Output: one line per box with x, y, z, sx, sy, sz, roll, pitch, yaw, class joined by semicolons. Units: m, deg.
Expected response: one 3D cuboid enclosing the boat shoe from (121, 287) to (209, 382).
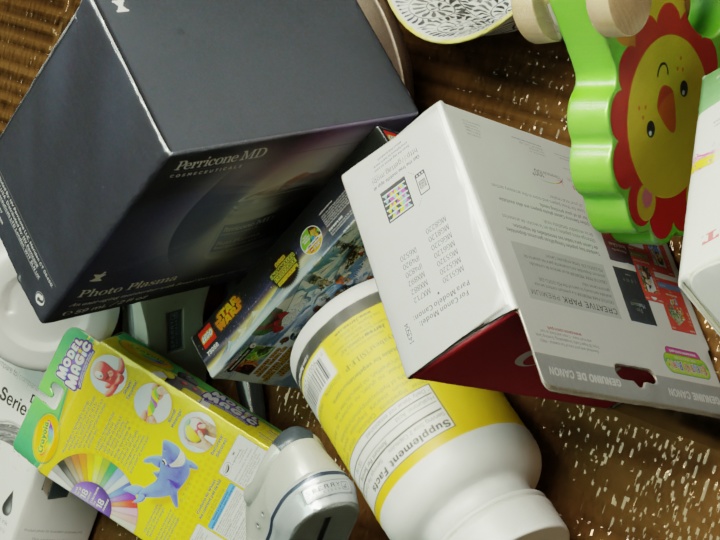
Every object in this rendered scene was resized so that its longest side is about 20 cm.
-0.152;0.010;1.194;0.071;0.070;0.202;40;133;46;boat shoe

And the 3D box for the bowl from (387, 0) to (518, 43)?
0.108;-0.233;1.022;0.200;0.094;0.202;-16;69;50;bowl

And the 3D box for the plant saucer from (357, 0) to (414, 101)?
-0.026;-0.141;1.127;0.200;0.032;0.201;26;126;42;plant saucer

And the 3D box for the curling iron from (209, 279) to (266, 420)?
-0.092;0.055;1.197;0.050;0.025;0.201;-42;59;52;curling iron

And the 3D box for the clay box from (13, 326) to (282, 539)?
-0.143;0.131;1.151;0.200;0.048;0.115;32;105;12;clay box

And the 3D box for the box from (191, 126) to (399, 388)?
0.000;0.000;1.051;0.200;0.137;0.040;-47;55;24;box

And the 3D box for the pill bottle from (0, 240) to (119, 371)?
-0.240;-0.012;1.243;0.111;0.111;0.200;-57;18;17;pill bottle

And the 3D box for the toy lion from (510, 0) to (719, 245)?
0.171;-0.123;0.920;0.068;0.192;0.200;3;43;40;toy lion

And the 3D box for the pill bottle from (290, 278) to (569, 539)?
0.045;0.108;1.007;0.111;0.111;0.200;-48;55;23;pill bottle

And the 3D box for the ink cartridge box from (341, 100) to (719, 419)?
0.104;0.016;0.912;0.084;0.200;0.176;-35;59;32;ink cartridge box

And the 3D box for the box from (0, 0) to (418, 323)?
-0.107;-0.078;1.010;0.198;0.200;0.124;-46;66;45;box

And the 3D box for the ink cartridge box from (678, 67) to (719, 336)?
0.248;-0.054;0.812;0.145;0.088;0.200;-30;22;32;ink cartridge box

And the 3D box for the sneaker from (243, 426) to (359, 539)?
-0.048;0.174;1.071;0.071;0.073;0.200;66;149;30;sneaker

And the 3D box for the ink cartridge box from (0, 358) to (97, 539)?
-0.272;0.137;1.295;0.146;0.084;0.201;25;99;41;ink cartridge box
